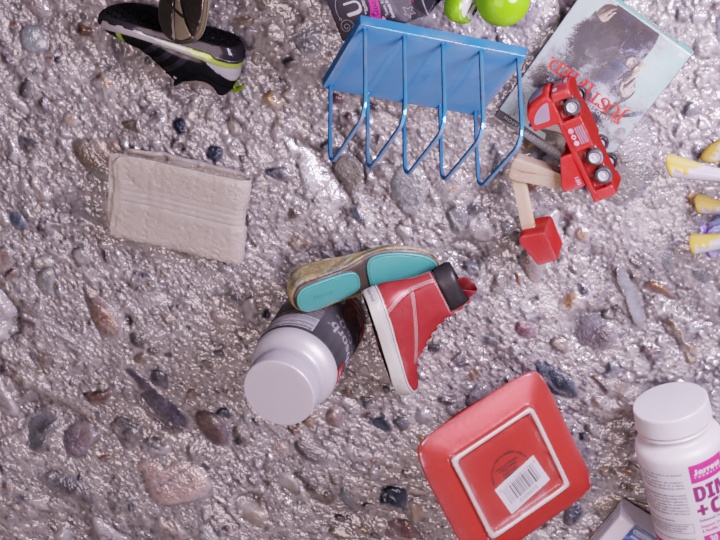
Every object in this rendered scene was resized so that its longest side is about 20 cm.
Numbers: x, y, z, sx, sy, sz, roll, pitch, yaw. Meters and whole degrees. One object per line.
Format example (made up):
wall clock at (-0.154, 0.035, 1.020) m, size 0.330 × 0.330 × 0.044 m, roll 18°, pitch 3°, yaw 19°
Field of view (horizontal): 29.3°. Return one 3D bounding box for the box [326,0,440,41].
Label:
box at (0.009, -0.381, 1.534) m, size 0.114 × 0.132 × 0.201 m, roll -12°, pitch 113°, yaw 26°

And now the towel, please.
towel at (-0.243, -0.086, 1.829) m, size 0.199 × 0.035 × 0.133 m, roll 14°, pitch 121°, yaw 10°

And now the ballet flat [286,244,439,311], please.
ballet flat at (0.000, 0.000, 1.767) m, size 0.199 × 0.071 × 0.071 m, roll -15°, pitch 115°, yaw -9°

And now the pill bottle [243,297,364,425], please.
pill bottle at (-0.074, 0.107, 1.776) m, size 0.115 × 0.200 × 0.116 m, roll 8°, pitch 119°, yaw 14°

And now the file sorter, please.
file sorter at (0.071, -0.183, 1.551) m, size 0.199 × 0.123 × 0.139 m, roll 8°, pitch 154°, yaw -17°

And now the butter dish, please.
butter dish at (0.168, 0.246, 1.812) m, size 0.200 × 0.148 × 0.200 m, roll -32°, pitch 107°, yaw -14°

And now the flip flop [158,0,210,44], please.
flip flop at (-0.189, -0.369, 1.643) m, size 0.081 × 0.058 × 0.201 m, roll 17°, pitch 103°, yaw 21°

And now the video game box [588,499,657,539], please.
video game box at (0.392, 0.432, 1.887) m, size 0.199 × 0.047 × 0.183 m, roll 31°, pitch 124°, yaw 1°

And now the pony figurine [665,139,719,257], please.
pony figurine at (0.465, -0.073, 1.552) m, size 0.199 × 0.166 × 0.194 m, roll -8°, pitch 107°, yaw 38°

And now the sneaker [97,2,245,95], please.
sneaker at (-0.238, -0.268, 1.710) m, size 0.199 × 0.072 × 0.083 m, roll 20°, pitch 123°, yaw 8°

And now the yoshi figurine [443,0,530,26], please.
yoshi figurine at (0.167, -0.350, 1.496) m, size 0.112 × 0.112 × 0.201 m, roll 16°, pitch 110°, yaw -32°

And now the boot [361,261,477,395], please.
boot at (0.090, 0.076, 1.786) m, size 0.144 × 0.073 × 0.200 m, roll -20°, pitch 137°, yaw -5°

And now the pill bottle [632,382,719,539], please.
pill bottle at (0.411, 0.251, 1.744) m, size 0.113 × 0.113 × 0.201 m, roll -9°, pitch 113°, yaw 22°

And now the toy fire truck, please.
toy fire truck at (0.228, -0.117, 1.626) m, size 0.141 × 0.049 × 0.201 m, roll -19°, pitch 110°, yaw 27°

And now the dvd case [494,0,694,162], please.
dvd case at (0.268, -0.217, 1.600) m, size 0.146 × 0.022 × 0.200 m, roll 35°, pitch 123°, yaw -2°
